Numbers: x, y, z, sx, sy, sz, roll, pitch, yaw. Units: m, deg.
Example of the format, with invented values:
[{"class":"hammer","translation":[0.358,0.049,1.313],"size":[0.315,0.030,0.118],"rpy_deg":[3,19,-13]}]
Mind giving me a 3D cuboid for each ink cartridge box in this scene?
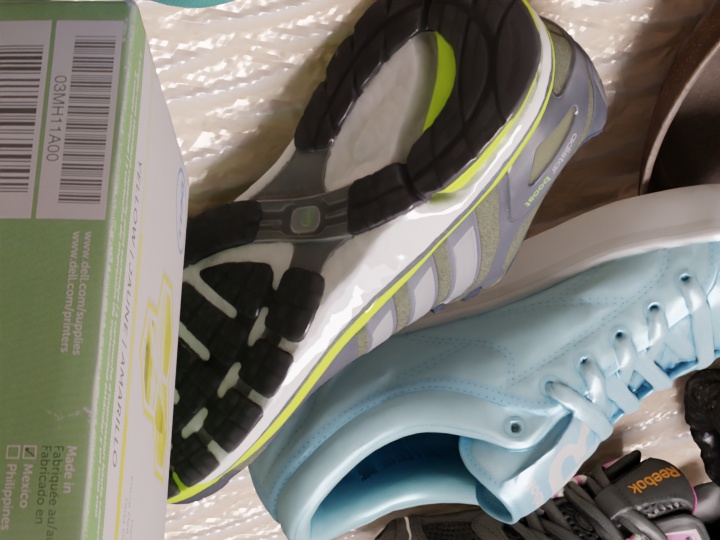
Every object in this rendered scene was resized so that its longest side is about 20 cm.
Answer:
[{"class":"ink cartridge box","translation":[-0.070,0.040,0.743],"size":[0.048,0.147,0.200],"rpy_deg":[0,157,6]}]

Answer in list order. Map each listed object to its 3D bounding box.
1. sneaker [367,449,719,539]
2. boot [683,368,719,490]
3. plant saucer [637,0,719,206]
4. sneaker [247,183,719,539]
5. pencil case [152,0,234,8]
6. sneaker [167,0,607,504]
[{"class":"sneaker","translation":[0.078,0.099,1.040],"size":[0.086,0.080,0.200],"rpy_deg":[-50,154,20]},{"class":"boot","translation":[0.206,0.034,0.977],"size":[0.157,0.080,0.211],"rpy_deg":[-23,174,-12]},{"class":"plant saucer","translation":[0.171,-0.066,0.921],"size":[0.199,0.032,0.201],"rpy_deg":[-19,145,-14]},{"class":"sneaker","translation":[0.059,0.039,0.893],"size":[0.199,0.082,0.074],"rpy_deg":[-18,148,8]},{"class":"pencil case","translation":[-0.098,-0.113,0.606],"size":[0.199,0.086,0.092],"rpy_deg":[8,150,-44]},{"class":"sneaker","translation":[0.000,0.000,0.845],"size":[0.200,0.074,0.081],"rpy_deg":[-44,147,23]}]
